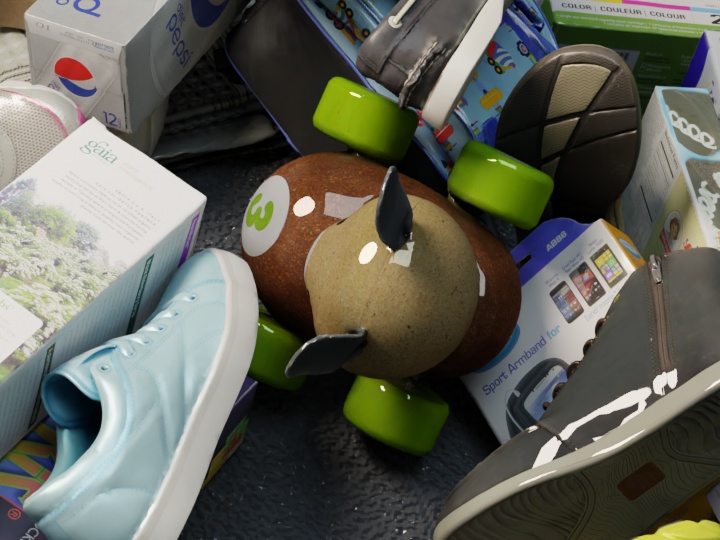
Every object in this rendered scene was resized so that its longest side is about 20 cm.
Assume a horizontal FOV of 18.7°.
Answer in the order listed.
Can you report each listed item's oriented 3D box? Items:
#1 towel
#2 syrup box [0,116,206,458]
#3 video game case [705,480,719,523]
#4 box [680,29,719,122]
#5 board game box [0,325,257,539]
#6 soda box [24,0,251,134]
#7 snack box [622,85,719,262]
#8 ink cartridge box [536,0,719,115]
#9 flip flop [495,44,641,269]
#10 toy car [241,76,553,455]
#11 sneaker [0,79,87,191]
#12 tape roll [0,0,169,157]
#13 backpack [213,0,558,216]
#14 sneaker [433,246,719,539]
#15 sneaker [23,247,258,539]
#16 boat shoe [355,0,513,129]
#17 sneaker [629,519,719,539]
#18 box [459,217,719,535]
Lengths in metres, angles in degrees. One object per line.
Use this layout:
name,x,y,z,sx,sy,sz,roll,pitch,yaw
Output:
towel,-0.143,-0.137,1.339,0.191,0.035,0.201,-14,54,-28
syrup box,-0.167,0.018,1.076,0.078,0.082,0.200,34,47,12
video game case,0.265,0.180,1.108,0.199,0.019,0.143,20,34,-47
box,0.293,-0.035,1.326,0.182,0.105,0.201,5,48,-12
board game box,-0.174,0.088,1.105,0.164,0.057,0.200,29,47,13
soda box,-0.111,-0.166,1.257,0.068,0.064,0.200,19,45,19
snack box,0.189,0.005,1.248,0.037,0.117,0.201,2,48,-15
ink cartridge box,0.171,-0.199,1.461,0.146,0.076,0.201,4,49,-14
flip flop,0.122,-0.054,1.227,0.080,0.201,0.058,6,51,14
toy car,0.000,0.000,1.103,0.157,0.165,0.200,25,6,8
sneaker,-0.238,-0.043,1.145,0.198,0.082,0.088,-17,12,0
tape roll,-0.208,-0.120,1.269,0.201,0.037,0.204,6,46,-6
backpack,0.044,-0.126,1.303,0.183,0.135,0.200,52,44,5
sneaker,0.120,0.075,1.106,0.199,0.075,0.107,-30,38,12
sneaker,-0.107,0.053,1.054,0.082,0.074,0.201,36,42,-21
boat shoe,0.052,-0.150,1.180,0.060,0.074,0.201,29,44,0
sneaker,0.115,0.179,1.027,0.199,0.075,0.085,-18,47,-24
box,0.131,0.068,1.175,0.041,0.119,0.201,28,26,-51
